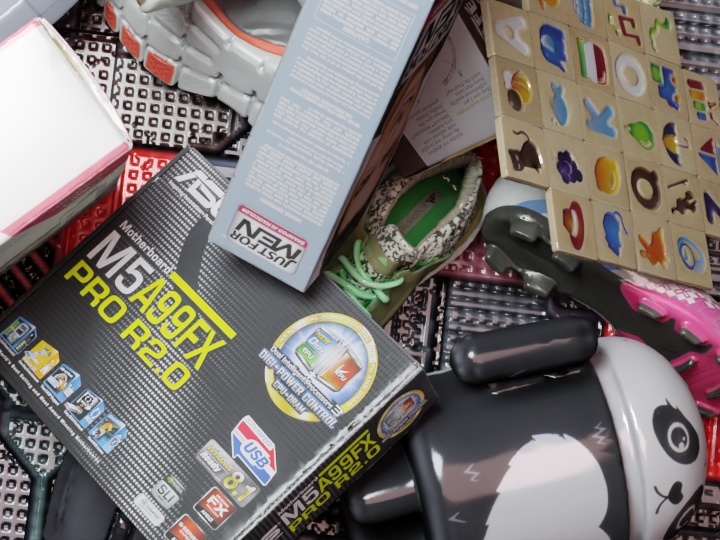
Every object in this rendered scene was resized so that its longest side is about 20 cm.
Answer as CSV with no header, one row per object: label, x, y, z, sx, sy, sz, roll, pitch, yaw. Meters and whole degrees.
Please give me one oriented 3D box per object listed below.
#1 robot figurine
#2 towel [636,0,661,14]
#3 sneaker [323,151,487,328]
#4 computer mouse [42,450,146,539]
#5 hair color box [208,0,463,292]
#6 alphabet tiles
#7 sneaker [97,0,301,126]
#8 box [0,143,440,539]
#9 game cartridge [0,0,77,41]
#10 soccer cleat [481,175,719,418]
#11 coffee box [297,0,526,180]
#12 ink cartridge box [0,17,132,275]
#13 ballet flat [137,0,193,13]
robot figurine,0.087,0.107,1.198,0.199,0.150,0.125,-12,72,-7
towel,0.128,-0.215,1.285,0.148,0.036,0.200,30,81,-2
sneaker,0.000,0.000,1.213,0.077,0.089,0.200,38,74,2
computer mouse,-0.114,0.115,1.214,0.138,0.053,0.201,14,82,-3
hair color box,-0.002,-0.099,1.109,0.060,0.099,0.200,29,123,6
alphabet tiles,0.138,-0.078,1.202,0.200,0.006,0.167,13,65,-44
sneaker,-0.067,-0.139,1.252,0.200,0.077,0.082,40,50,6
box,-0.083,0.052,1.161,0.160,0.044,0.200,-42,60,-6
game cartridge,-0.181,-0.211,1.225,0.133,0.041,0.200,32,80,25
soccer cleat,0.160,0.001,1.248,0.200,0.070,0.086,36,54,-10
coffee box,0.019,-0.165,1.193,0.080,0.114,0.200,-24,104,27
ink cartridge box,-0.199,-0.044,1.151,0.146,0.200,0.083,-37,92,-8
ballet flat,-0.065,-0.194,1.208,0.069,0.070,0.200,20,42,-3
